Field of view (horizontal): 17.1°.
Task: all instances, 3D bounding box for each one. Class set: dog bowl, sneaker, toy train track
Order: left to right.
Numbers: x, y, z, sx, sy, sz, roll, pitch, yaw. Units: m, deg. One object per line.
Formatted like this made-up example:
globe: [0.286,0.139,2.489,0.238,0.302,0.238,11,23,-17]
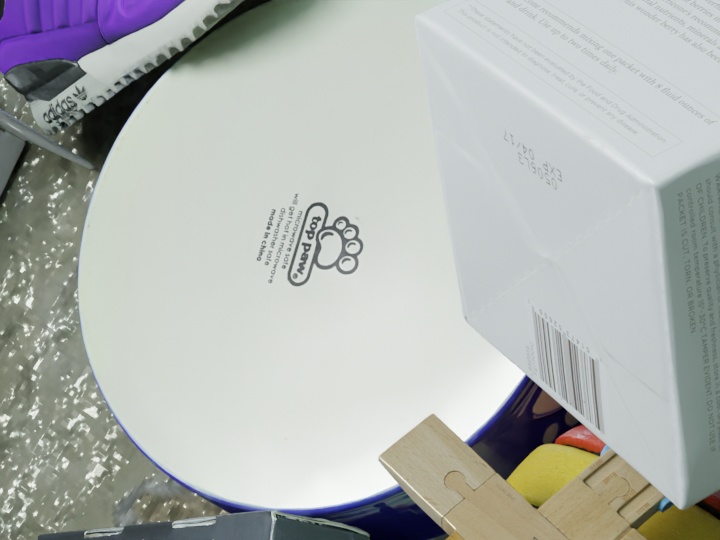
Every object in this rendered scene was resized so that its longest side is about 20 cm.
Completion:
sneaker: [-0.094,-0.126,0.895,0.200,0.070,0.100,-28,102,47]
dog bowl: [0.000,0.000,0.869,0.199,0.079,0.201,-8,71,23]
toy train track: [0.084,0.069,0.730,0.200,0.033,0.115,-37,62,-20]

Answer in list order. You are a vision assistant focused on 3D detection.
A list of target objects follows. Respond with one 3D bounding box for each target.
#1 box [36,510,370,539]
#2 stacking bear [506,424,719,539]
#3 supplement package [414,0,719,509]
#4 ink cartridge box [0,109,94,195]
box: [-0.069,0.188,0.826,0.160,0.043,0.201,-14,66,51]
stacking bear: [0.092,0.098,0.787,0.113,0.121,0.200,25,77,21]
supplement package: [0.137,-0.044,0.715,0.200,0.120,0.121,-26,39,-19]
ink cartridge box: [-0.221,-0.061,0.971,0.200,0.116,0.068,23,86,30]
